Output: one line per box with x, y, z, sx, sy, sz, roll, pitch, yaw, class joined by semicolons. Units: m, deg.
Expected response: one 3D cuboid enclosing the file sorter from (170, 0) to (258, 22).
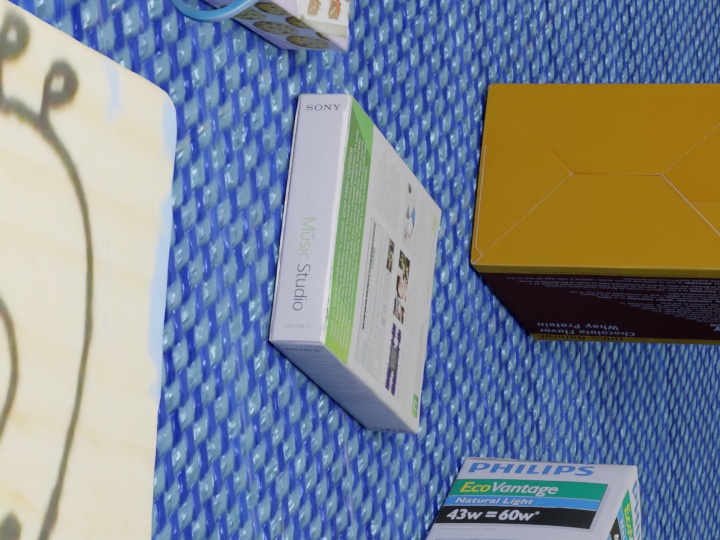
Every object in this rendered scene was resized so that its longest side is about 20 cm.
-0.070;-0.208;1.058;0.123;0.139;0.200;57;2;26;file sorter

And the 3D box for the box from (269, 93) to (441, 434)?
0.000;0.000;1.545;0.200;0.036;0.145;50;44;-67;box

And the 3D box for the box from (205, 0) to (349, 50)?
-0.052;-0.148;1.356;0.200;0.041;0.039;24;68;-72;box

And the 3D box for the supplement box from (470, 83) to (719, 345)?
0.200;-0.036;1.912;0.200;0.197;0.133;45;49;-66;supplement box

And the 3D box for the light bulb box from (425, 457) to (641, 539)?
0.111;0.256;1.768;0.200;0.124;0.199;-57;144;-58;light bulb box

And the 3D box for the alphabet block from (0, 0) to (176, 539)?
-0.176;0.022;0.711;0.200;0.196;0.196;23;68;-71;alphabet block
